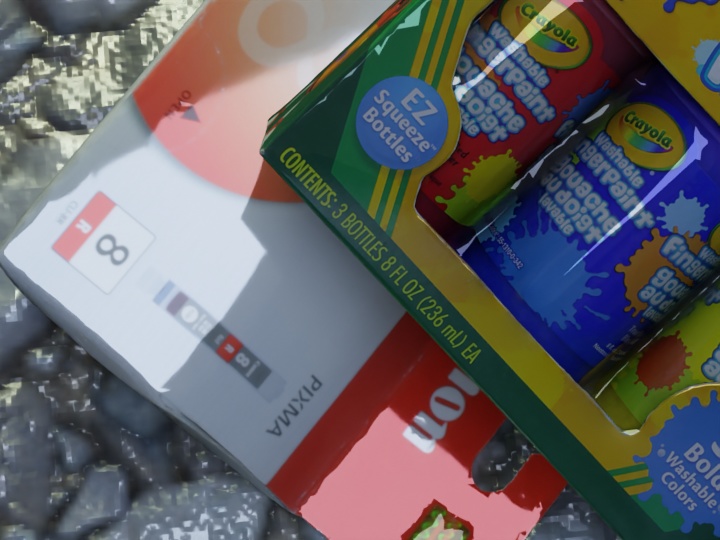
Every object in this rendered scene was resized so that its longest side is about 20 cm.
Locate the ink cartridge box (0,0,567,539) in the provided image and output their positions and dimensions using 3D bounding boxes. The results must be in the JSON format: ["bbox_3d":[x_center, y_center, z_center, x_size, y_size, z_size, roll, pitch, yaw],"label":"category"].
[{"bbox_3d":[0.000,0.000,0.911,0.200,0.050,0.162,38,80,9],"label":"ink cartridge box"}]

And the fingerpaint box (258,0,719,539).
[{"bbox_3d":[0.095,-0.027,0.859,0.167,0.073,0.200,-42,98,8],"label":"fingerpaint box"}]
